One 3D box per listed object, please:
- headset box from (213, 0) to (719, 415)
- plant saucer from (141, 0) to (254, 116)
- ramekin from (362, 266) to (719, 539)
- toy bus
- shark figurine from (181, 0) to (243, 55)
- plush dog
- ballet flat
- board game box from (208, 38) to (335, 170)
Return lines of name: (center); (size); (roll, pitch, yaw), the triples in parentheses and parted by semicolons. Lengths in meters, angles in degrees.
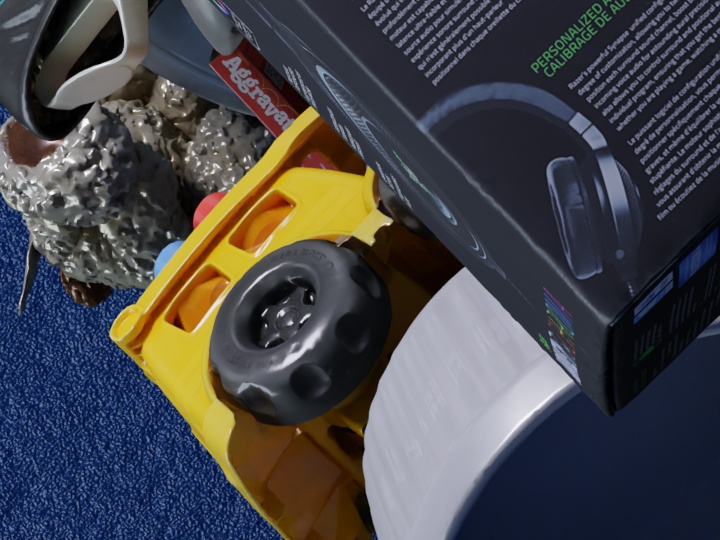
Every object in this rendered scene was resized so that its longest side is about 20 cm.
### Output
headset box: (0.022, -0.077, 0.607); (0.200, 0.093, 0.174); (47, 178, 10)
plant saucer: (-0.077, -0.158, 1.306); (0.199, 0.050, 0.201); (26, -152, -15)
ramekin: (0.095, 0.071, 0.903); (0.200, 0.200, 0.105); (48, -174, -39)
toy bus: (0.000, 0.000, 1.019); (0.136, 0.200, 0.192); (46, 173, -38)
shark figurine: (-0.091, -0.187, 0.874); (0.216, 0.089, 0.128); (68, 160, 13)
plush dog: (-0.076, -0.037, 1.305); (0.200, 0.170, 0.162); (-61, -24, -55)
ballet flat: (-0.089, -0.125, 1.043); (0.068, 0.200, 0.069); (2, -127, -39)
board game box: (-0.021, -0.104, 1.204); (0.103, 0.019, 0.200); (48, -159, -19)
